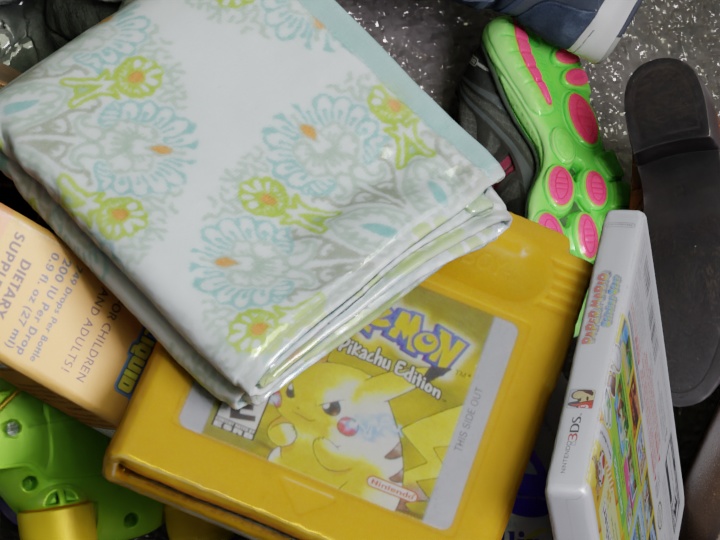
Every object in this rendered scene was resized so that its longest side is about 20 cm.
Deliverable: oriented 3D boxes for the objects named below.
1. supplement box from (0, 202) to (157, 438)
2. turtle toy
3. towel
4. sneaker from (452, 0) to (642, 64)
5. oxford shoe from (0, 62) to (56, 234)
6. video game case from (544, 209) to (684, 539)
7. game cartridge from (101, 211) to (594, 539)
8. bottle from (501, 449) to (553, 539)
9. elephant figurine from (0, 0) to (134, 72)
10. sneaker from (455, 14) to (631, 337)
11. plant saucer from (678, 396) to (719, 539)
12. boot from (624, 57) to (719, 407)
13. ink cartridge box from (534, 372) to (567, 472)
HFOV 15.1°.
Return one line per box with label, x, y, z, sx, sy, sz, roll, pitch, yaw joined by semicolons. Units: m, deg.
supplement box;-0.116;0.038;1.253;0.199;0.069;0.067;31;77;-22
turtle toy;-0.152;0.072;1.327;0.199;0.101;0.147;-7;89;-24
towel;-0.052;-0.049;1.222;0.171;0.048;0.200;-35;67;-27
sneaker;0.100;-0.204;1.413;0.145;0.203;0.077;22;45;-8
oxford shoe;-0.124;-0.035;1.281;0.199;0.072;0.071;17;39;-7
video game case;0.121;0.106;1.268;0.023;0.201;0.183;1;42;15
game cartridge;0.000;0.039;1.223;0.175;0.032;0.201;22;59;1
bottle;0.049;0.115;1.258;0.083;0.065;0.201;4;70;-30
elephant figurine;-0.155;-0.114;1.376;0.155;0.199;0.143;6;79;-56
sneaker;0.096;-0.044;1.483;0.076;0.084;0.201;12;51;-28
plant saucer;0.208;0.071;1.448;0.032;0.201;0.201;26;62;8
boot;0.183;0.001;1.478;0.068;0.200;0.189;-13;70;12
ink cartridge box;0.016;0.137;1.358;0.200;0.145;0.084;-34;89;-30
